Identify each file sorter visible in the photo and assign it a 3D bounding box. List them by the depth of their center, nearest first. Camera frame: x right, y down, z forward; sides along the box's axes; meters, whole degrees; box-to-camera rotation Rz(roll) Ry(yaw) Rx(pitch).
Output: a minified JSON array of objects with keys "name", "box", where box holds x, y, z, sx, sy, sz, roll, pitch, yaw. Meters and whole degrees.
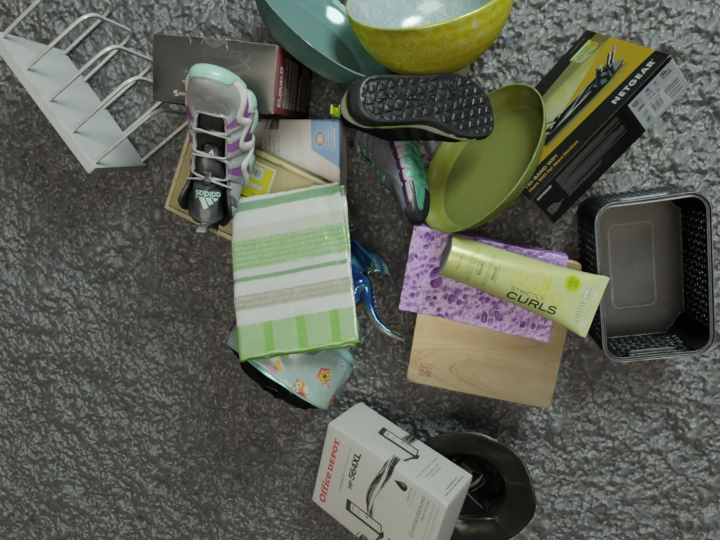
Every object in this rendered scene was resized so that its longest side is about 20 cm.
[{"name":"file sorter","box":[-0.343,-0.251,0.760,0.124,0.139,0.201,-35,95,11]}]

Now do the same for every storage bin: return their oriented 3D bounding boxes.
[{"name":"storage bin","box":[0.363,0.003,0.736,0.132,0.094,0.204,-7,102,9]}]

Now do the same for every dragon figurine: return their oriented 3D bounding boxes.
[{"name":"dragon figurine","box":[0.000,0.000,0.753,0.199,0.059,0.100,39,94,37]}]

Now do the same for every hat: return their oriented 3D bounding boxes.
[{"name":"hat","box":[0.163,0.301,0.835,0.197,0.081,0.205,8,111,22]}]

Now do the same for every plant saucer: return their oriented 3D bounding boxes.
[{"name":"plant saucer","box":[-0.051,-0.288,0.688,0.200,0.200,0.036,44,123,-3]},{"name":"plant saucer","box":[0.151,-0.131,0.699,0.031,0.201,0.201,28,107,-27]}]

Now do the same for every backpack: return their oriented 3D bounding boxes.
[{"name":"backpack","box":[-0.085,0.097,0.765,0.175,0.200,0.154,36,88,1]}]

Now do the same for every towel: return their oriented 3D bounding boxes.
[{"name":"towel","box":[-0.080,0.000,0.683,0.146,0.031,0.204,-9,71,6]}]

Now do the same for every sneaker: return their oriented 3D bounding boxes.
[{"name":"sneaker","box":[-0.158,-0.108,0.618,0.076,0.201,0.142,10,67,1]},{"name":"sneaker","box":[0.061,-0.188,0.670,0.196,0.083,0.073,3,86,-22]},{"name":"sneaker","box":[0.033,-0.145,0.745,0.086,0.074,0.204,-18,68,22]}]

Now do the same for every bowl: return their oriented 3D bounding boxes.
[{"name":"bowl","box":[0.089,-0.289,0.688,0.196,0.203,0.109,-9,136,10]}]

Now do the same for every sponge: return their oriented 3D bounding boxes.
[{"name":"sponge","box":[0.154,0.015,0.729,0.196,0.030,0.114,12,103,6]}]

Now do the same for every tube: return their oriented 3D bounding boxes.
[{"name":"tube","box":[0.194,0.012,0.686,0.197,0.052,0.058,20,142,-2]}]

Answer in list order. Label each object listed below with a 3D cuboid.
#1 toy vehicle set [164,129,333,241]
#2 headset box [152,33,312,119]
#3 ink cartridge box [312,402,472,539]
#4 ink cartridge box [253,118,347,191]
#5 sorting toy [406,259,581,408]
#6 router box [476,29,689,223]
[{"name":"toy vehicle set","box":[-0.148,-0.099,0.752,0.197,0.027,0.126,26,106,1]},{"name":"headset box","box":[-0.152,-0.234,0.703,0.145,0.200,0.077,8,104,5]},{"name":"ink cartridge box","box":[0.037,0.306,0.804,0.198,0.084,0.149,26,115,29]},{"name":"ink cartridge box","box":[-0.118,-0.147,0.785,0.196,0.067,0.118,2,104,7]},{"name":"sorting toy","box":[0.176,0.065,0.788,0.196,0.070,0.203,10,103,6]},{"name":"router box","box":[0.250,-0.175,0.679,0.052,0.158,0.200,34,106,-29]}]
